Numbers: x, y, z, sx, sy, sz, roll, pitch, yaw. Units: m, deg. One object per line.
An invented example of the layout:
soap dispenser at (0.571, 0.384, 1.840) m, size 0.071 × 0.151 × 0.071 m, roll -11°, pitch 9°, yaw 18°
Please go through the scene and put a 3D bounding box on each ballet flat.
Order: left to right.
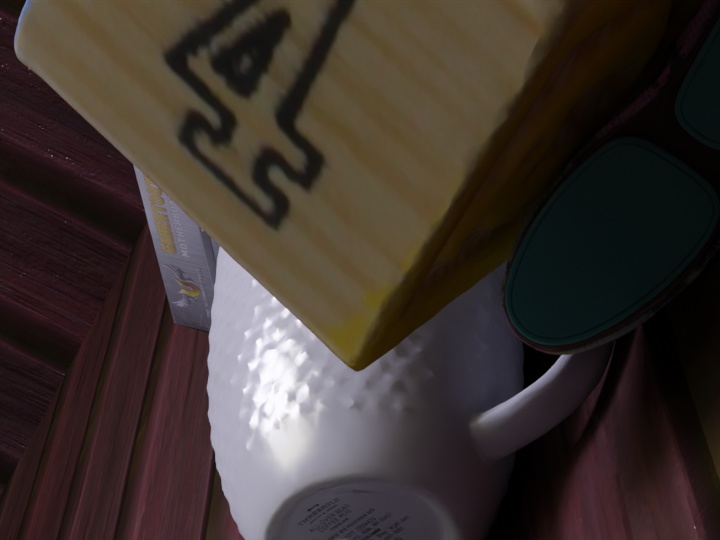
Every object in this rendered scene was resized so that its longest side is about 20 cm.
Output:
ballet flat at (0.131, -0.051, 0.786) m, size 0.201 × 0.069 × 0.071 m, roll -56°, pitch -7°, yaw 15°

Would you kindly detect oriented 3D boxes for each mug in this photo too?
mug at (0.024, 0.048, 0.883) m, size 0.199 × 0.148 × 0.176 m, roll -25°, pitch 36°, yaw 21°

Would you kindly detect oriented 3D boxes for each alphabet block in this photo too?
alphabet block at (0.014, -0.120, 0.779) m, size 0.195 × 0.200 × 0.197 m, roll -37°, pitch -17°, yaw -45°

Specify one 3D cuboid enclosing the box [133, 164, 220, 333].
box at (-0.057, -0.090, 1.010) m, size 0.159 × 0.048 × 0.201 m, roll -55°, pitch -32°, yaw -39°
